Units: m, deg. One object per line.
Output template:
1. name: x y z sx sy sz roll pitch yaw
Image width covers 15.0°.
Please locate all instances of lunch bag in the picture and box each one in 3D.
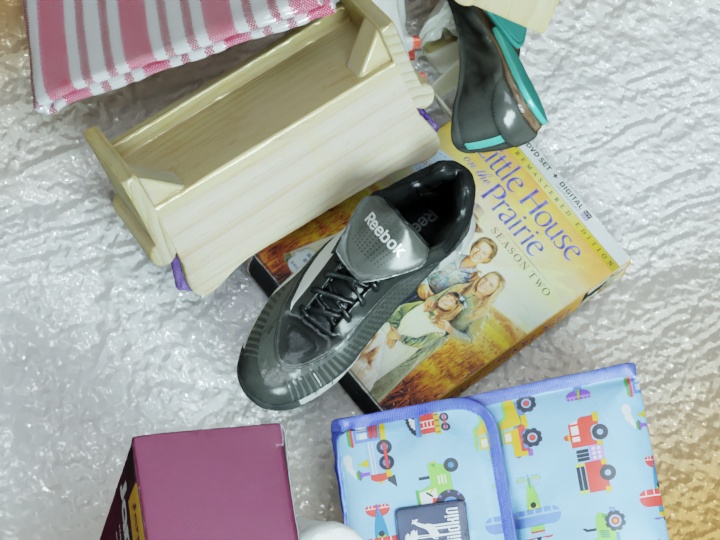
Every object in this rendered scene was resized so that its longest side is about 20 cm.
1. lunch bag: 0.075 0.149 1.613 0.199 0.094 0.151 -10 80 -3

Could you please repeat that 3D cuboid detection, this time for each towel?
1. towel: -0.115 -0.174 1.692 0.199 0.030 0.147 -19 43 9

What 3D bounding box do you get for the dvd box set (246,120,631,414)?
1. dvd box set: 0.050 -0.003 1.708 0.200 0.029 0.147 -34 76 -23

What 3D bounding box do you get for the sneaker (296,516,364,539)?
1. sneaker: -0.010 0.231 1.556 0.075 0.088 0.201 -21 103 -27

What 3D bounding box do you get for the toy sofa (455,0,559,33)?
1. toy sofa: 0.102 -0.247 1.759 0.097 0.083 0.200 24 35 -2

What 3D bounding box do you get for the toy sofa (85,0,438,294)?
1. toy sofa: -0.058 -0.081 1.667 0.199 0.098 0.083 -32 35 -7

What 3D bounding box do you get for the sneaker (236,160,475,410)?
1. sneaker: 0.000 0.000 1.628 0.066 0.091 0.200 42 66 10

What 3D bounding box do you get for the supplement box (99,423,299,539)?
1. supplement box: -0.090 0.172 1.501 0.085 0.200 0.111 -4 66 -14

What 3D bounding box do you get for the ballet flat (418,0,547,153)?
1. ballet flat: 0.071 -0.141 1.740 0.068 0.068 0.200 -27 31 16

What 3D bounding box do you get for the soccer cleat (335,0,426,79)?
1. soccer cleat: -0.008 -0.187 1.762 0.077 0.069 0.201 -5 69 -10
